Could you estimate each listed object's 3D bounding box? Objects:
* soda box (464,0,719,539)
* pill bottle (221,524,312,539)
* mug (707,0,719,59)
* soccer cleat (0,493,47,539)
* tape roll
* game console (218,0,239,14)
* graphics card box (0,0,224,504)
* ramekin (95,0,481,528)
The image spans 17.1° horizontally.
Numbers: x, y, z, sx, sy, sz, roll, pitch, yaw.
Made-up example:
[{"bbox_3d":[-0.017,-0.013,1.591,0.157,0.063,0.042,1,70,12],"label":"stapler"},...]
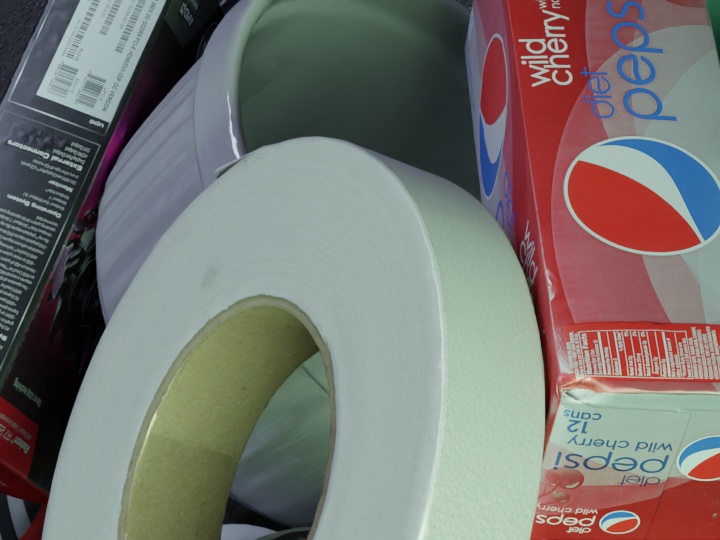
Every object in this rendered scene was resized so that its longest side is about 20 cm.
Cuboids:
[{"bbox_3d":[0.071,-0.020,0.691,0.070,0.063,0.200,99,171,-47],"label":"soda box"},{"bbox_3d":[0.003,0.140,0.728,0.113,0.113,0.200,-53,28,-16],"label":"pill bottle"},{"bbox_3d":[0.131,-0.166,0.922,0.152,0.114,0.186,33,118,52],"label":"mug"},{"bbox_3d":[-0.135,0.038,1.019,0.069,0.085,0.201,-56,-13,-69],"label":"soccer cleat"},{"bbox_3d":[-0.026,0.062,0.670,0.203,0.037,0.203,-33,47,44],"label":"tape roll"},{"bbox_3d":[-0.060,-0.171,1.257,0.172,0.119,0.200,-44,26,2],"label":"game console"},{"bbox_3d":[-0.109,-0.018,0.905,0.051,0.126,0.201,19,77,13],"label":"graphics card box"},{"bbox_3d":[0.000,0.000,0.850,0.105,0.200,0.200,-36,26,37],"label":"ramekin"}]
